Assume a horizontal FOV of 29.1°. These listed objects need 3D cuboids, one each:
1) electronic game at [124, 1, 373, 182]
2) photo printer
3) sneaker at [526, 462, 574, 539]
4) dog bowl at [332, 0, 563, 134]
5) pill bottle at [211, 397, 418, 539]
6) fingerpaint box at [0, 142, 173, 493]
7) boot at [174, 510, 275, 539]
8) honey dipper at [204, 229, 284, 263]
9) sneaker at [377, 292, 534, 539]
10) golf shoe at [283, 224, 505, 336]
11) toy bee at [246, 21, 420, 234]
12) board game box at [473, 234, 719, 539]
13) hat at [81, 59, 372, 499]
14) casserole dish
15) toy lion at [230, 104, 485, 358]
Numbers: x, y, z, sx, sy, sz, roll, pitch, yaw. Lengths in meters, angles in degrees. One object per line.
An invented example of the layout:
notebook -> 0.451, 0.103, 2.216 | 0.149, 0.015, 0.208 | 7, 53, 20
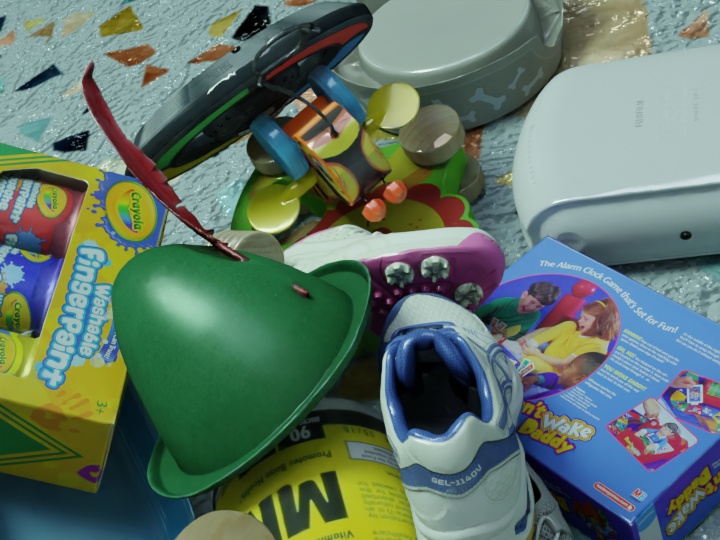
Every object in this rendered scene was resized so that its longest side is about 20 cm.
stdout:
electronic game -> -0.075, -0.117, 0.939 | 0.199, 0.042, 0.200 | -35, 0, 0
photo printer -> 0.200, -0.078, 0.921 | 0.199, 0.070, 0.167 | -6, 41, 19
sneaker -> 0.079, 0.159, 0.685 | 0.074, 0.082, 0.200 | -24, 38, -3
dog bowl -> 0.072, -0.183, 1.118 | 0.199, 0.059, 0.201 | -13, 39, 10
pill bottle -> -0.006, 0.168, 0.691 | 0.114, 0.115, 0.200 | -22, 38, 0
fingerpaint box -> -0.214, 0.017, 0.840 | 0.166, 0.074, 0.201 | 15, 44, -8
boot -> -0.067, 0.222, 0.607 | 0.070, 0.144, 0.202 | 4, 60, -2
honey dipper -> -0.113, -0.007, 0.926 | 0.038, 0.038, 0.200 | -42, 21, -24
sneaker -> 0.044, 0.054, 0.698 | 0.075, 0.089, 0.200 | -17, 31, 1
golf shoe -> 0.000, 0.000, 0.855 | 0.199, 0.075, 0.092 | -18, 42, 31
toy bee -> -0.021, -0.069, 0.883 | 0.131, 0.109, 0.200 | -43, -7, 15
board game box -> 0.133, 0.068, 0.799 | 0.134, 0.045, 0.200 | -37, 40, -18
hat -> -0.114, 0.000, 0.739 | 0.166, 0.176, 0.200 | -49, 19, -14
casserole dish -> -0.178, 0.122, 0.831 | 0.121, 0.039, 0.200 | -12, 54, -31
toy lion -> -0.004, -0.023, 0.969 | 0.199, 0.069, 0.192 | -1, 50, 25
